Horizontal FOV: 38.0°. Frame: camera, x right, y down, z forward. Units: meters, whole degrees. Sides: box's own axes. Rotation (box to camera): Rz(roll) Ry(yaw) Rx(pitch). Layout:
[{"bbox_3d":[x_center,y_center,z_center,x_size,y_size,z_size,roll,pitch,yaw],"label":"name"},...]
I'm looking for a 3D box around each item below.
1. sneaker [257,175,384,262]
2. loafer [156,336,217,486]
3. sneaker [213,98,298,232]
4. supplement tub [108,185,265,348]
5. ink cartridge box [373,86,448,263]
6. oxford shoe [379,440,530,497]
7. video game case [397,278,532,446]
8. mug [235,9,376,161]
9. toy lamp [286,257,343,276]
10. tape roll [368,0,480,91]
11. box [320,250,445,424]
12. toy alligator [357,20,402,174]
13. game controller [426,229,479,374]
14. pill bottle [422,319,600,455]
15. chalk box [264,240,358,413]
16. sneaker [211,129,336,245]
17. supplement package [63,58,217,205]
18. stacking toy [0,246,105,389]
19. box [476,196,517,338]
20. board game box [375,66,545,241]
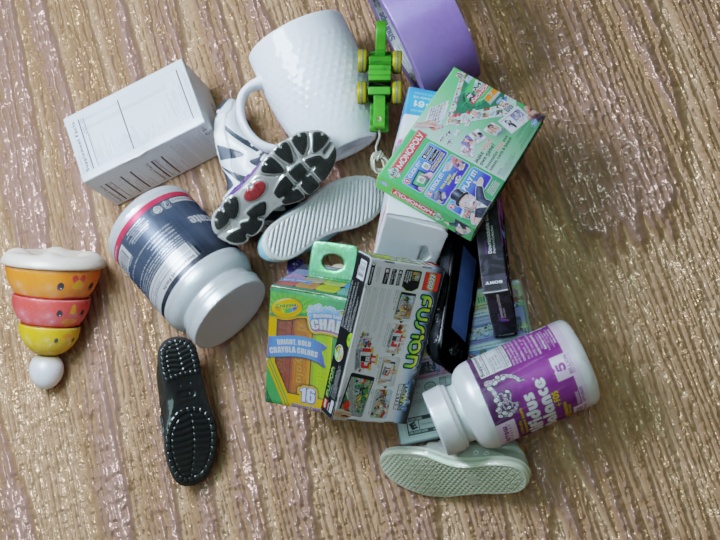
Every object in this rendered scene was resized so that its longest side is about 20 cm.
[{"bbox_3d":[-0.060,-0.073,1.444,0.199,0.082,0.075,-25,96,-22],"label":"sneaker"},{"bbox_3d":[-0.240,0.192,1.436,0.072,0.071,0.203,-4,85,-18],"label":"loafer"},{"bbox_3d":[-0.133,-0.154,1.485,0.128,0.080,0.202,-9,74,11],"label":"sneaker"},{"bbox_3d":[-0.239,-0.006,1.442,0.140,0.140,0.200,-45,70,0],"label":"supplement tub"},{"bbox_3d":[0.076,-0.110,1.349,0.084,0.145,0.202,11,60,-2],"label":"ink cartridge box"},{"bbox_3d":[0.121,0.245,1.329,0.198,0.076,0.058,-3,33,22],"label":"oxford shoe"},{"bbox_3d":[0.133,0.121,1.373,0.198,0.022,0.184,-14,73,12],"label":"video game case"},{"bbox_3d":[-0.076,-0.235,1.445,0.198,0.148,0.177,-24,84,-14],"label":"mug"},{"bbox_3d":[0.000,0.000,1.422,0.198,0.058,0.059,-7,74,14],"label":"toy lamp"},{"bbox_3d":[0.080,-0.333,1.408,0.084,0.200,0.201,-27,71,3],"label":"tape roll"},{"bbox_3d":[0.027,0.084,1.263,0.035,0.109,0.202,30,109,58],"label":"box"},{"bbox_3d":[0.026,-0.227,1.391,0.059,0.054,0.203,0,90,2],"label":"toy alligator"},{"bbox_3d":[0.125,0.029,1.330,0.042,0.104,0.202,-1,70,32],"label":"game controller"},{"bbox_3d":[0.181,0.149,1.276,0.198,0.112,0.113,-24,71,1],"label":"pill bottle"},{"bbox_3d":[-0.041,0.066,1.339,0.123,0.124,0.202,8,106,17],"label":"chalk box"},{"bbox_3d":[-0.123,-0.122,1.397,0.199,0.084,0.081,-36,115,7],"label":"sneaker"},{"bbox_3d":[-0.310,-0.199,1.527,0.198,0.110,0.115,-24,71,7],"label":"supplement package"},{"bbox_3d":[-0.444,0.070,1.504,0.144,0.146,0.203,5,96,16],"label":"stacking toy"},{"bbox_3d":[0.168,-0.034,1.322,0.036,0.143,0.202,-7,64,11],"label":"box"},{"bbox_3d":[0.124,-0.146,1.275,0.134,0.029,0.201,30,62,10],"label":"board game box"}]
